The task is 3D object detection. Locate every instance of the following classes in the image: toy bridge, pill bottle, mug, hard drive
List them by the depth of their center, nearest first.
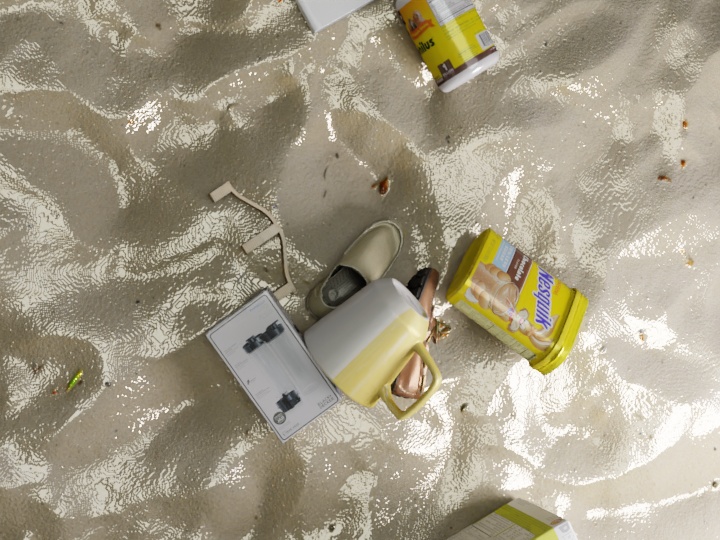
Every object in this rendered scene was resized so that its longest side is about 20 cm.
[{"bbox_3d":[0.033,0.106,1.512,0.153,0.150,0.186,-44,102,10],"label":"mug"},{"bbox_3d":[-0.151,-0.049,1.557,0.067,0.027,0.202,-34,97,-12],"label":"toy bridge"},{"bbox_3d":[0.126,-0.390,1.593,0.108,0.109,0.202,-30,94,-12],"label":"pill bottle"},{"bbox_3d":[-0.067,-0.489,1.594,0.131,0.026,0.202,-31,95,-12],"label":"hard drive"}]

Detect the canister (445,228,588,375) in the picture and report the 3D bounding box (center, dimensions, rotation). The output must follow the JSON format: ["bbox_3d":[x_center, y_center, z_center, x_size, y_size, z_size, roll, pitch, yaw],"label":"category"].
[{"bbox_3d":[0.244,0.046,1.600,0.199,0.087,0.150,35,54,-7],"label":"canister"}]

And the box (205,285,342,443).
[{"bbox_3d":[-0.127,0.138,1.527,0.116,0.060,0.201,-36,96,3],"label":"box"}]

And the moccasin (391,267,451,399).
[{"bbox_3d":[0.093,0.098,1.587,0.076,0.073,0.205,12,82,-22],"label":"moccasin"}]

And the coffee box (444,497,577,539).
[{"bbox_3d":[0.233,0.491,1.540,0.195,0.200,0.202,-26,93,-12],"label":"coffee box"}]

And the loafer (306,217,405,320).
[{"bbox_3d":[0.000,0.000,1.570,0.076,0.068,0.200,43,80,-8],"label":"loafer"}]
